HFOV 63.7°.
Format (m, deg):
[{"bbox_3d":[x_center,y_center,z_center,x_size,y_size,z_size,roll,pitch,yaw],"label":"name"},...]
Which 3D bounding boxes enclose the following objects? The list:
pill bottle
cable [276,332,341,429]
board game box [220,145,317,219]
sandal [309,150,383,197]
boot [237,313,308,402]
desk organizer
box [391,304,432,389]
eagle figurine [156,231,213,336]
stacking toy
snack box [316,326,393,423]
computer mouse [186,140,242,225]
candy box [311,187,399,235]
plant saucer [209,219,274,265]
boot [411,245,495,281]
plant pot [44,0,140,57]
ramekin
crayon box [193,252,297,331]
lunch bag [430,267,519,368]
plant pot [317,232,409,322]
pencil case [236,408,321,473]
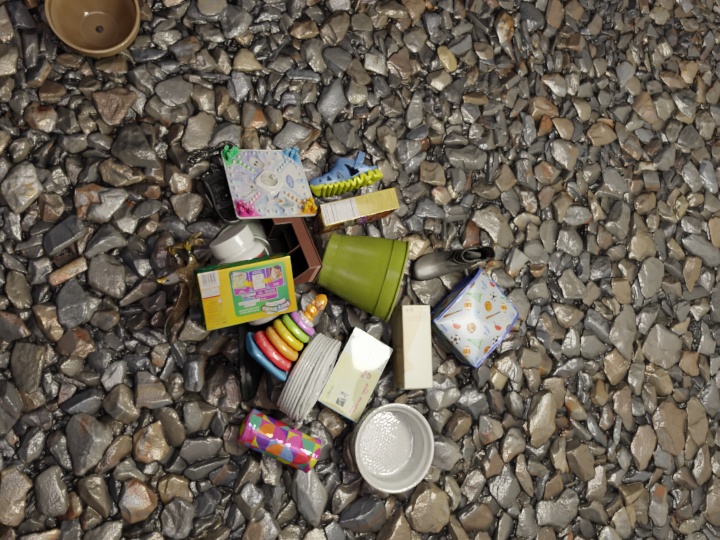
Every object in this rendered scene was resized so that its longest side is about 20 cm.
[{"bbox_3d":[-0.246,0.009,1.293,0.113,0.113,0.202,-33,110,-18],"label":"pill bottle"},{"bbox_3d":[-0.115,0.240,1.319,0.068,0.201,0.201,27,56,7],"label":"cable"},{"bbox_3d":[-0.215,-0.215,1.376,0.197,0.026,0.203,-5,61,-27],"label":"board game box"},{"bbox_3d":[-0.043,-0.245,1.468,0.197,0.079,0.089,-20,85,-26],"label":"sandal"},{"bbox_3d":[-0.202,0.199,1.358,0.165,0.076,0.204,-1,77,-12],"label":"boot"},{"bbox_3d":[-0.166,-0.069,1.362,0.076,0.072,0.203,-10,63,-32],"label":"desk organizer"},{"bbox_3d":[0.128,0.191,1.448,0.076,0.095,0.204,1,81,-15],"label":"box"},{"bbox_3d":[-0.381,0.033,1.288,0.148,0.152,0.204,-14,88,-16],"label":"eagle figurine"},{"bbox_3d":[-0.144,0.127,1.257,0.200,0.116,0.110,-45,116,-2],"label":"stacking toy"},{"bbox_3d":[-0.014,0.255,1.426,0.115,0.037,0.202,31,75,-10],"label":"snack box"},{"bbox_3d":[-0.320,-0.211,1.400,0.139,0.046,0.202,-32,92,-29],"label":"computer mouse"},{"bbox_3d":[-0.015,-0.145,1.438,0.196,0.117,0.058,-14,86,-17],"label":"candy box"},{"bbox_3d":[-0.259,-0.026,1.386,0.196,0.050,0.205,2,82,-15],"label":"plant saucer"},{"bbox_3d":[0.235,-0.028,1.487,0.197,0.131,0.071,-18,88,-18],"label":"boot"},{"bbox_3d":[-0.608,-0.576,1.334,0.197,0.093,0.205,2,81,-17],"label":"plant pot"},{"bbox_3d":[0.069,0.420,1.398,0.196,0.098,0.205,2,82,-15],"label":"ramekin"},{"bbox_3d":[-0.237,0.042,1.209,0.196,0.058,0.121,-12,104,-20],"label":"crayon box"},{"bbox_3d":[0.291,0.120,1.491,0.200,0.124,0.170,-45,95,-9],"label":"lunch bag"},{"bbox_3d":[0.000,0.000,1.398,0.189,0.201,0.204,16,78,-1],"label":"plant pot"},{"bbox_3d":[-0.185,0.393,1.338,0.198,0.088,0.090,29,76,-13],"label":"pencil case"}]
